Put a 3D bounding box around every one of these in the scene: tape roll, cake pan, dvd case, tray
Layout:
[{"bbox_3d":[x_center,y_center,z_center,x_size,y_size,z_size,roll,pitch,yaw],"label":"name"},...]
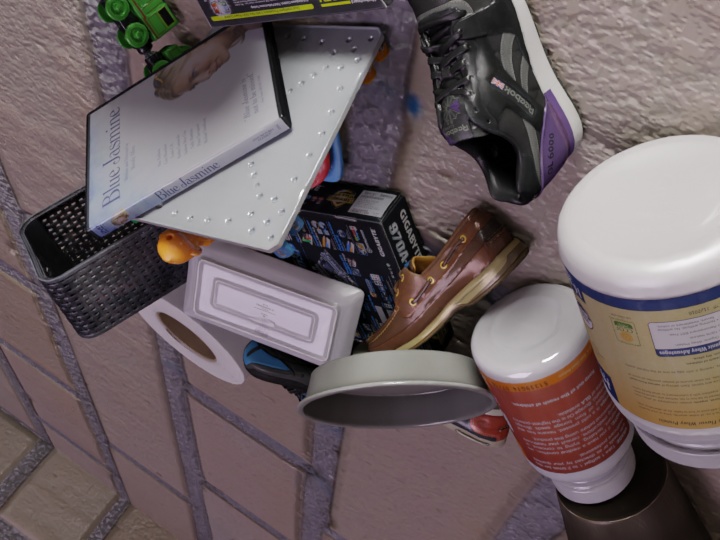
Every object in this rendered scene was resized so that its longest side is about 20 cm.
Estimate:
[{"bbox_3d":[-0.219,0.066,1.191,0.201,0.071,0.203,31,157,15],"label":"tape roll"},{"bbox_3d":[0.035,0.119,0.855,0.197,0.037,0.201,-2,159,-1],"label":"cake pan"},{"bbox_3d":[-0.152,-0.127,0.729,0.198,0.144,0.018,-27,142,17],"label":"dvd case"},{"bbox_3d":[-0.099,0.038,0.922,0.198,0.022,0.109,19,121,10],"label":"tray"}]

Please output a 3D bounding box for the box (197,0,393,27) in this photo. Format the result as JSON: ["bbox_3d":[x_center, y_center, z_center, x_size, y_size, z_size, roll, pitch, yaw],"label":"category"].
[{"bbox_3d":[-0.073,-0.266,0.638,0.198,0.044,0.161,8,139,42],"label":"box"}]

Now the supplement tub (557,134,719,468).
[{"bbox_3d":[0.227,0.026,0.601,0.143,0.145,0.201,8,138,41],"label":"supplement tub"}]

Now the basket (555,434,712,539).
[{"bbox_3d":[0.282,0.277,0.894,0.179,0.136,0.201,0,129,42],"label":"basket"}]

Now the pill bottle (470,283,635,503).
[{"bbox_3d":[0.186,0.120,0.802,0.111,0.112,0.201,5,135,44],"label":"pill bottle"}]

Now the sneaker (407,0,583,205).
[{"bbox_3d":[0.081,-0.136,0.599,0.201,0.088,0.075,51,148,-19],"label":"sneaker"}]

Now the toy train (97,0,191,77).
[{"bbox_3d":[-0.206,-0.236,0.809,0.042,0.056,0.201,19,147,57],"label":"toy train"}]

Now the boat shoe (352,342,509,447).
[{"bbox_3d":[0.078,0.137,0.978,0.198,0.071,0.063,19,127,21],"label":"boat shoe"}]

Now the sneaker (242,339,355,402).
[{"bbox_3d":[-0.059,0.128,1.012,0.198,0.082,0.074,16,-150,-40],"label":"sneaker"}]

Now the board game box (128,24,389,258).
[{"bbox_3d":[-0.092,-0.114,0.714,0.198,0.202,0.026,13,160,37],"label":"board game box"}]

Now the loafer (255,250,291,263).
[{"bbox_3d":[-0.081,0.007,1.005,0.063,0.071,0.202,42,154,46],"label":"loafer"}]

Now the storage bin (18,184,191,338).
[{"bbox_3d":[-0.259,-0.037,0.968,0.135,0.199,0.094,45,162,45],"label":"storage bin"}]

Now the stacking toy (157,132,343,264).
[{"bbox_3d":[-0.110,-0.075,0.776,0.115,0.201,0.110,23,147,23],"label":"stacking toy"}]

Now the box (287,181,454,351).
[{"bbox_3d":[0.000,0.000,0.909,0.158,0.046,0.201,12,140,37],"label":"box"}]

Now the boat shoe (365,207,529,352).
[{"bbox_3d":[0.067,0.016,0.808,0.068,0.072,0.200,48,127,3],"label":"boat shoe"}]
